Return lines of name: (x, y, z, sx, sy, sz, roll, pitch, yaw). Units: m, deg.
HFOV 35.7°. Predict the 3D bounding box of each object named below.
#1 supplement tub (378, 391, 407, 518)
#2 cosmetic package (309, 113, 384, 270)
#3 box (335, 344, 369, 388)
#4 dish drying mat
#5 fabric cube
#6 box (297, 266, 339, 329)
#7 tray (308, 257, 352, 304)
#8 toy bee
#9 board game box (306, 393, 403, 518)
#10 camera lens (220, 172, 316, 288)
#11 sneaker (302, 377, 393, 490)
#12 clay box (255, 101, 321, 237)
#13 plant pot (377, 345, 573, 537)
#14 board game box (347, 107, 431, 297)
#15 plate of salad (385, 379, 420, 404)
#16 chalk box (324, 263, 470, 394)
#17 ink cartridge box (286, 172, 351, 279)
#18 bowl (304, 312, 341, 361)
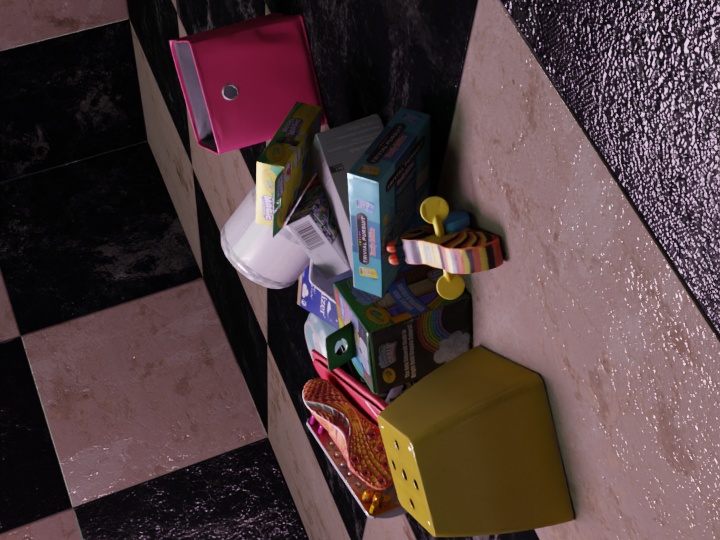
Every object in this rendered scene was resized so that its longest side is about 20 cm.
supplement tub: (0.036, 0.315, 1.954, 0.146, 0.145, 0.200, 92, 156, -52)
cosmetic package: (0.008, -0.112, 1.640, 0.090, 0.107, 0.200, 122, 126, -72)
box: (0.029, 0.150, 1.799, 0.200, 0.141, 0.079, 121, 129, -70)
dish drying mat: (-0.006, 0.188, 1.675, 0.200, 0.018, 0.077, 32, 155, 44)
fabric cube: (-0.196, -0.327, 1.938, 0.200, 0.199, 0.197, -148, 43, -67)
box: (-0.040, 0.038, 1.975, 0.200, 0.032, 0.121, 28, 121, 43)
tray: (-0.046, -0.030, 1.746, 0.107, 0.022, 0.200, 42, -144, -37)
toy bee: (0.095, -0.024, 1.429, 0.200, 0.109, 0.131, 158, 92, -75)
board game box: (0.047, 0.274, 1.743, 0.200, 0.200, 0.026, 52, 140, 34)
camera lens: (-0.133, -0.080, 1.930, 0.200, 0.160, 0.160, -49, 51, 28)
sneaker: (-0.010, 0.242, 1.680, 0.200, 0.073, 0.077, 53, 177, 20)
clay box: (-0.111, -0.151, 1.667, 0.200, 0.048, 0.115, -63, -16, -48)
plant pot: (0.135, 0.236, 1.454, 0.200, 0.176, 0.200, -156, 49, -70)
board game box: (0.041, -0.089, 1.474, 0.047, 0.151, 0.200, 19, 138, 21)
plate of salad: (0.092, 0.228, 1.645, 0.200, 0.048, 0.200, -20, 61, 41)
chalk box: (0.039, 0.078, 1.563, 0.124, 0.200, 0.125, -125, 23, -47)
ink cartridge box: (-0.039, -0.088, 1.726, 0.109, 0.050, 0.200, 54, -148, -21)
bowl: (-0.036, 0.135, 2.086, 0.201, 0.105, 0.201, 161, 90, -76)
